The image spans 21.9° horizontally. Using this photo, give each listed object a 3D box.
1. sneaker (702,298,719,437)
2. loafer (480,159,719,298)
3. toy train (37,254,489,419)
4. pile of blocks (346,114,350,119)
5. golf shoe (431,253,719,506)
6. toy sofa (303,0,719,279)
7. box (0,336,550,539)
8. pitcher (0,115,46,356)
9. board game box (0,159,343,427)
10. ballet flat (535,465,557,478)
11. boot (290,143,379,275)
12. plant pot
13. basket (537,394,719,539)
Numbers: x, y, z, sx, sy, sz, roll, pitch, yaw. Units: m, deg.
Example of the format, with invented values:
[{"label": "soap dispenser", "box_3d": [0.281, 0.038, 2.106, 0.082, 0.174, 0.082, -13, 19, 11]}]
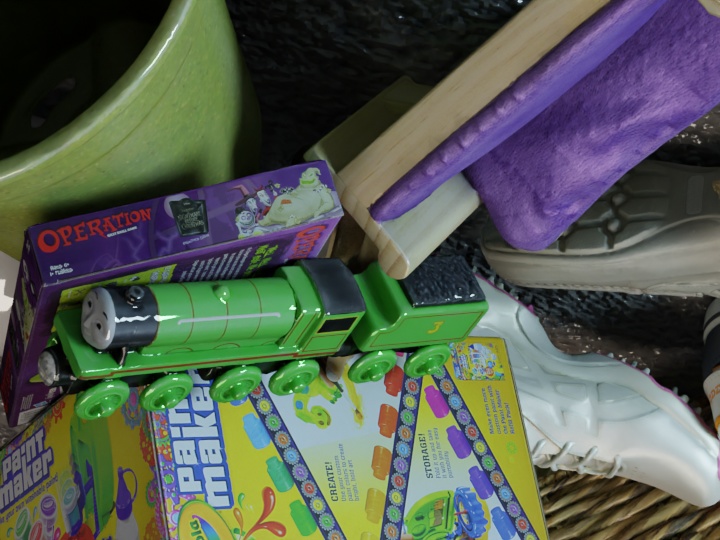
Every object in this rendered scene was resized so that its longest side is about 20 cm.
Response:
[{"label": "sneaker", "box_3d": [0.265, 0.075, 0.930, 0.199, 0.080, 0.079, 13, 146, -1]}, {"label": "loafer", "box_3d": [0.153, -0.013, 0.842, 0.199, 0.070, 0.070, -4, 137, 26]}, {"label": "toy train", "box_3d": [-0.033, 0.022, 0.734, 0.199, 0.042, 0.056, -4, 145, -38]}, {"label": "pile of blocks", "box_3d": [0.058, -0.046, 0.834, 0.082, 0.062, 0.200, 33, 145, -29]}, {"label": "golf shoe", "box_3d": [0.092, 0.076, 0.944, 0.199, 0.092, 0.075, 30, 157, 12]}, {"label": "toy sofa", "box_3d": [0.079, -0.071, 0.702, 0.098, 0.083, 0.200, 49, 132, -2]}, {"label": "box", "box_3d": [-0.053, 0.119, 0.853, 0.192, 0.123, 0.200, 3, 156, -33]}, {"label": "pitcher", "box_3d": [-0.147, -0.017, 0.896, 0.199, 0.122, 0.172, 10, 169, -3]}, {"label": "board game box", "box_3d": [-0.086, 0.014, 0.771, 0.119, 0.032, 0.200, -10, 163, -18]}, {"label": "ballet flat", "box_3d": [0.084, 0.094, 1.048, 0.069, 0.070, 0.200, -18, 137, 42]}, {"label": "boot", "box_3d": [0.000, 0.000, 0.841, 0.075, 0.074, 0.200, 4, 158, -2]}, {"label": "plant pot", "box_3d": [-0.126, -0.084, 0.749, 0.199, 0.202, 0.184, 4, 160, 16]}, {"label": "basket", "box_3d": [0.172, 0.182, 1.015, 0.199, 0.143, 0.149, -29, 141, 17]}]
